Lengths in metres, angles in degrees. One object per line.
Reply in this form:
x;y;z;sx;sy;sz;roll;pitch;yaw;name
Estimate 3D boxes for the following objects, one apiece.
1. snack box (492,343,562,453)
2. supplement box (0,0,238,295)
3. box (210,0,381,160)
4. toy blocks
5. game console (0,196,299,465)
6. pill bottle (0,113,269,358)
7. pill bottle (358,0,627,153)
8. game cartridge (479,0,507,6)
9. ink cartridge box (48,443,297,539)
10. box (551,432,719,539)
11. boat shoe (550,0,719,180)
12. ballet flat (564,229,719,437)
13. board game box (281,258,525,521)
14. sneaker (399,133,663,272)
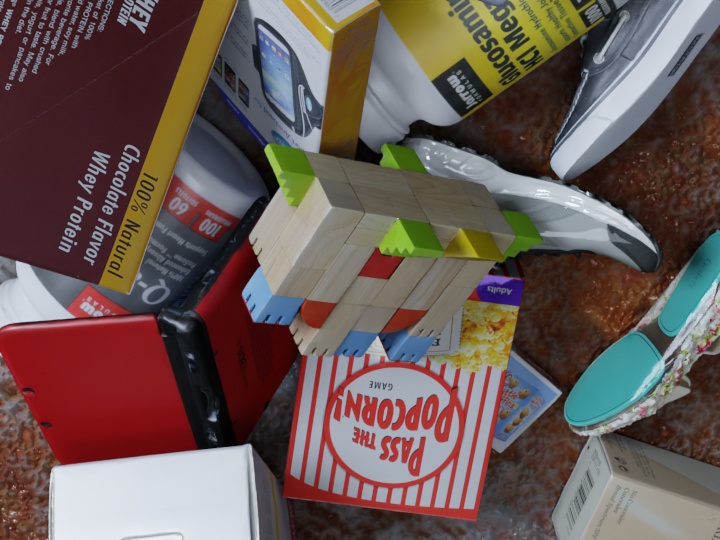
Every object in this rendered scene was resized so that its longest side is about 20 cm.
0.059;0.055;0.996;0.200;0.024;0.072;40;105;-15;snack box
-0.211;-0.117;0.755;0.200;0.133;0.198;19;93;-35;supplement box
-0.047;-0.135;0.810;0.041;0.200;0.119;-35;73;-18;box
0.000;0.000;0.846;0.200;0.100;0.137;7;132;-38;toy blocks
-0.135;0.048;0.903;0.119;0.172;0.200;22;150;16;game console
-0.167;-0.014;0.916;0.116;0.116;0.200;39;106;-15;pill bottle
0.069;-0.168;0.860;0.200;0.112;0.112;-35;108;12;pill bottle
0.025;-0.251;0.778;0.133;0.200;0.041;18;140;-23;game cartridge
-0.129;0.195;0.955;0.145;0.200;0.084;-7;69;3;ink cartridge box
0.264;0.207;1.030;0.200;0.078;0.095;17;110;-7;box
0.184;-0.152;0.896;0.068;0.072;0.200;46;123;18;boat shoe
0.238;0.058;0.978;0.064;0.076;0.200;28;113;-28;ballet flat
0.029;0.081;0.966;0.151;0.046;0.200;7;110;-3;board game box
0.115;-0.032;0.921;0.200;0.074;0.079;18;93;7;sneaker
